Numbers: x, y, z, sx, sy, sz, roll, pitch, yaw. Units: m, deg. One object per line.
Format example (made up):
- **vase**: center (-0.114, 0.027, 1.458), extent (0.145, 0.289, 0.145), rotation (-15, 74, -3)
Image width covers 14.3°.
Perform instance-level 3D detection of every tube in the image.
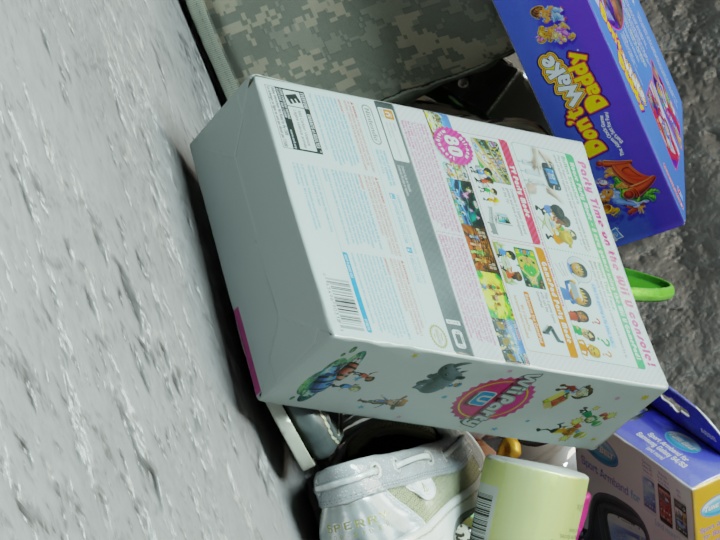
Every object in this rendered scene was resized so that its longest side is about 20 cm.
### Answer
- **tube**: center (0.064, 0.188, 1.348), extent (0.058, 0.052, 0.200), rotation (13, 89, -38)

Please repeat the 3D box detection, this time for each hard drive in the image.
- **hard drive**: center (0.022, -0.125, 1.644), extent (0.200, 0.038, 0.140), rotation (33, -7, 25)

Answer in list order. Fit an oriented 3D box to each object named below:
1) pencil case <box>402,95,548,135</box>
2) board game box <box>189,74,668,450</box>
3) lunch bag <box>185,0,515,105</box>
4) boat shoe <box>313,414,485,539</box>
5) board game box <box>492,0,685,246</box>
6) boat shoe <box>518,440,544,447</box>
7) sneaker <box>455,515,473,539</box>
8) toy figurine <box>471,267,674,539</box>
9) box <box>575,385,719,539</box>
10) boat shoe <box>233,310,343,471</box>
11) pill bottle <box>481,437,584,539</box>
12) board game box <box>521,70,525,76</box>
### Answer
- **pencil case**: center (0.031, -0.060, 1.532), extent (0.200, 0.089, 0.078), rotation (27, -75, 60)
- **board game box**: center (0.032, -0.002, 1.330), extent (0.200, 0.064, 0.148), rotation (10, 51, -35)
- **lunch bag**: center (-0.013, -0.175, 1.484), extent (0.118, 0.164, 0.200), rotation (-26, 97, -79)
- **boat shoe**: center (0.015, 0.095, 1.373), extent (0.202, 0.074, 0.065), rotation (-50, 124, -72)
- **board game box**: center (0.108, -0.130, 1.451), extent (0.134, 0.045, 0.200), rotation (-80, 148, -60)
- **boat shoe**: center (0.107, 0.011, 1.689), extent (0.072, 0.076, 0.200), rotation (29, 52, -50)
- **sneaker**: center (0.057, 0.205, 1.480), extent (0.089, 0.077, 0.200), rotation (-50, 127, -43)
- **toy figurine**: center (0.069, 0.081, 1.587), extent (0.200, 0.150, 0.184), rotation (18, -79, 55)
- **box**: center (0.171, 0.155, 1.623), extent (0.119, 0.041, 0.200), rotation (35, -38, 52)
- **boat shoe**: center (-0.021, 0.013, 1.353), extent (0.200, 0.062, 0.073), rotation (-98, 166, -53)
- **pill bottle**: center (0.120, 0.151, 1.755), extent (0.111, 0.111, 0.200), rotation (-96, 164, -57)
- **board game box**: center (0.088, -0.027, 1.828), extent (0.200, 0.062, 0.200), rotation (111, -30, -55)
